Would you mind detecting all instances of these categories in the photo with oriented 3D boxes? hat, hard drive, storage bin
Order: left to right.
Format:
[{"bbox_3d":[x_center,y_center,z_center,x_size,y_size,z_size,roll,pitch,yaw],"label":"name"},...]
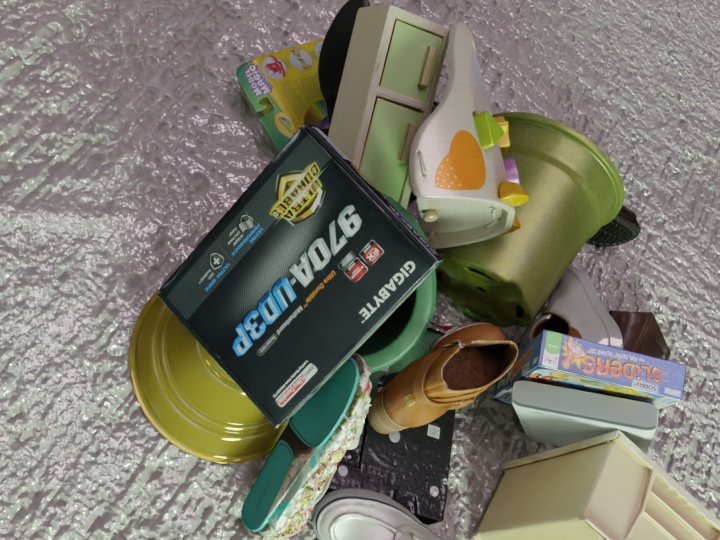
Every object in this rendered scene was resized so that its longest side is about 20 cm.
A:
[{"bbox_3d":[0.000,0.000,0.810,0.163,0.176,0.203,-7,104,10],"label":"hat"},{"bbox_3d":[0.033,0.148,0.854,0.138,0.038,0.203,20,61,-18],"label":"hard drive"},{"bbox_3d":[0.229,0.157,0.829,0.130,0.200,0.027,8,72,19],"label":"hard drive"},{"bbox_3d":[0.247,0.275,0.807,0.198,0.200,0.094,41,58,-5],"label":"storage bin"}]

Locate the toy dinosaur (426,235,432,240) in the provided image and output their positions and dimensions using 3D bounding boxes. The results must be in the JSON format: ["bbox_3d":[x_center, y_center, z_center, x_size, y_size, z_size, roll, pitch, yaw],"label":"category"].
[{"bbox_3d":[-0.021,-0.019,0.855,0.196,0.101,0.059,2,101,7],"label":"toy dinosaur"}]

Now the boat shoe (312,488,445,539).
[{"bbox_3d":[0.043,0.277,0.769,0.199,0.070,0.071,35,95,-13],"label":"boat shoe"}]

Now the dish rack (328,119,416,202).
[{"bbox_3d":[0.023,-0.182,0.935,0.152,0.054,0.204,-2,92,-36],"label":"dish rack"}]

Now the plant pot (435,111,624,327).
[{"bbox_3d":[0.175,-0.044,0.936,0.199,0.200,0.186,35,68,-8],"label":"plant pot"}]

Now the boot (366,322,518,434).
[{"bbox_3d":[0.109,0.093,0.801,0.199,0.155,0.074,-32,83,-34],"label":"boot"}]

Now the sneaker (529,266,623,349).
[{"bbox_3d":[0.229,0.048,0.937,0.083,0.200,0.074,-2,111,-3],"label":"sneaker"}]

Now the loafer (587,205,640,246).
[{"bbox_3d":[0.286,-0.099,1.070,0.198,0.073,0.072,25,61,-15],"label":"loafer"}]

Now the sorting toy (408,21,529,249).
[{"bbox_3d":[0.101,-0.134,0.795,0.105,0.200,0.183,-4,79,6],"label":"sorting toy"}]

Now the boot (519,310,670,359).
[{"bbox_3d":[0.288,0.100,0.994,0.186,0.064,0.201,40,53,-4],"label":"boot"}]

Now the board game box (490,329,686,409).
[{"bbox_3d":[0.216,0.113,0.810,0.133,0.200,0.035,14,72,2],"label":"board game box"}]

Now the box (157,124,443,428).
[{"bbox_3d":[-0.053,0.005,0.690,0.159,0.200,0.046,46,12,7],"label":"box"}]

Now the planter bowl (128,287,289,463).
[{"bbox_3d":[-0.116,0.075,0.783,0.197,0.083,0.204,11,63,-23],"label":"planter bowl"}]

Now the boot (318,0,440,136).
[{"bbox_3d":[0.042,-0.179,0.881,0.172,0.069,0.204,-1,101,-35],"label":"boot"}]

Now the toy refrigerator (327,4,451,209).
[{"bbox_3d":[0.020,-0.144,0.789,0.075,0.070,0.203,11,96,-31],"label":"toy refrigerator"}]

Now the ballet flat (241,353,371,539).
[{"bbox_3d":[-0.040,0.163,0.747,0.063,0.201,0.076,22,17,-41],"label":"ballet flat"}]

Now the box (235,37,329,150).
[{"bbox_3d":[-0.048,-0.210,0.968,0.198,0.048,0.118,-25,82,-35],"label":"box"}]
